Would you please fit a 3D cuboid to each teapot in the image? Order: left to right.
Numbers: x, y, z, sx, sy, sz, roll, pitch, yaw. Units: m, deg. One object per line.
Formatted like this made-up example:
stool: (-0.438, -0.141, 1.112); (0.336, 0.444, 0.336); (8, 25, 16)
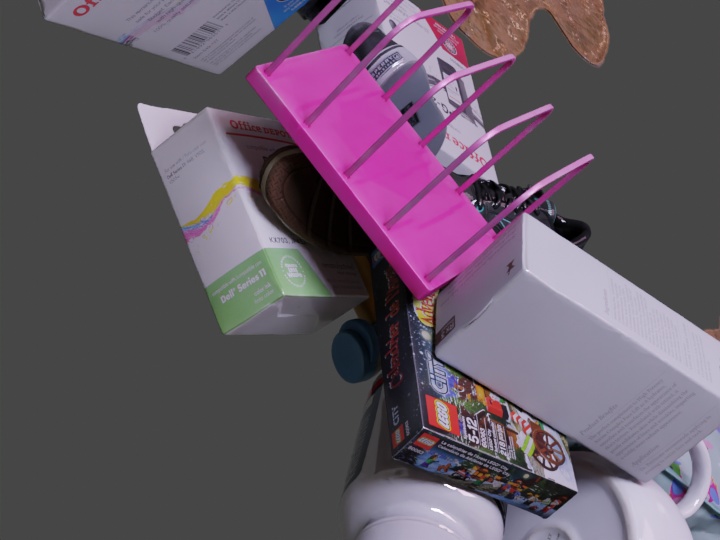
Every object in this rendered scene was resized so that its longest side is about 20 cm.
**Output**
teapot: (0.187, 0.238, 1.180); (0.146, 0.200, 0.198); (27, 39, -37)

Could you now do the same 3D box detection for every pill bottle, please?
pill bottle: (0.047, 0.163, 1.117); (0.120, 0.119, 0.200); (46, 31, -19)

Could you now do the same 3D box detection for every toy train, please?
toy train: (0.000, 0.000, 1.267); (0.115, 0.085, 0.201); (-10, 64, -41)

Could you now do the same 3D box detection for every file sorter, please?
file sorter: (0.049, -0.109, 1.101); (0.200, 0.125, 0.139); (52, 31, 6)

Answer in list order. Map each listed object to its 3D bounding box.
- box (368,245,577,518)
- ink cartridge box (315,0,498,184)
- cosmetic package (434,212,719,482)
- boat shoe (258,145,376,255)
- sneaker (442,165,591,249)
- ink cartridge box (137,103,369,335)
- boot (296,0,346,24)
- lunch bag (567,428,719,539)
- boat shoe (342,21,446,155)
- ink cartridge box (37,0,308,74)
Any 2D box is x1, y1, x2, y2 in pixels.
box: (0.078, 0.069, 1.109); (0.136, 0.038, 0.201); (25, 37, -27)
ink cartridge box: (0.044, -0.159, 1.473); (0.145, 0.083, 0.201); (29, 38, -41)
cosmetic package: (0.159, 0.057, 1.084); (0.200, 0.102, 0.074); (33, 33, -19)
boat shoe: (-0.004, -0.050, 1.185); (0.202, 0.075, 0.075); (21, 9, -39)
sneaker: (0.117, -0.054, 1.335); (0.200, 0.079, 0.076); (29, 39, -37)
ink cartridge box: (-0.084, -0.053, 1.186); (0.117, 0.067, 0.201); (3, 59, -56)
boot: (-0.104, -0.316, 1.415); (0.200, 0.066, 0.165); (57, 28, 5)
lunch bag: (0.232, 0.153, 1.325); (0.200, 0.122, 0.171); (37, 32, -18)
boat shoe: (0.019, -0.138, 1.291); (0.068, 0.074, 0.199); (50, -3, 23)
ink cartridge box: (-0.151, -0.271, 1.220); (0.200, 0.147, 0.145); (11, 52, -54)
